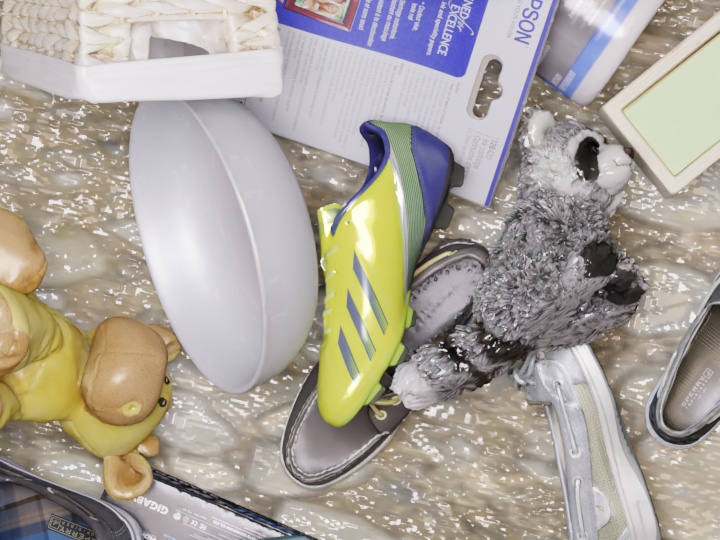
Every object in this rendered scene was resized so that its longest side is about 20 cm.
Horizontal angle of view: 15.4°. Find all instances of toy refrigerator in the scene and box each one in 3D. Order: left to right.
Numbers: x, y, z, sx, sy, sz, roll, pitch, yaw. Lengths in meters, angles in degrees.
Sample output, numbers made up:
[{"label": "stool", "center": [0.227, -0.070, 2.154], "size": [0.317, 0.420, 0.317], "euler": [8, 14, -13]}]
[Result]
[{"label": "toy refrigerator", "center": [0.256, -0.139, 1.738], "size": [0.200, 0.070, 0.076], "euler": [-38, 88, 1]}]

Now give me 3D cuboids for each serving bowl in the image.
[{"label": "serving bowl", "center": [-0.078, -0.025, 1.701], "size": [0.066, 0.200, 0.201], "euler": [-16, 89, -23]}]

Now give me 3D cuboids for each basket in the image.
[{"label": "basket", "center": [-0.139, -0.175, 1.650], "size": [0.135, 0.200, 0.124], "euler": [-4, 101, -21]}]

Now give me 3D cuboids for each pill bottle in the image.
[{"label": "pill bottle", "center": [0.097, -0.206, 1.722], "size": [0.200, 0.114, 0.114], "euler": [35, 91, 2]}]

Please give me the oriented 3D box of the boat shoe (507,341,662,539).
[{"label": "boat shoe", "center": [0.136, 0.101, 1.742], "size": [0.065, 0.074, 0.203], "euler": [-22, 96, -2]}]

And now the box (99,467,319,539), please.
[{"label": "box", "center": [-0.107, 0.253, 1.762], "size": [0.199, 0.050, 0.199], "euler": [22, 91, 2]}]

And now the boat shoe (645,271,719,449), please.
[{"label": "boat shoe", "center": [0.257, 0.033, 1.737], "size": [0.072, 0.071, 0.200], "euler": [31, 90, 2]}]

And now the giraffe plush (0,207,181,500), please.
[{"label": "giraffe plush", "center": [-0.193, 0.068, 1.712], "size": [0.162, 0.200, 0.173], "euler": [20, 85, -12]}]

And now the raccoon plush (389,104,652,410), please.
[{"label": "raccoon plush", "center": [0.088, -0.017, 1.685], "size": [0.199, 0.097, 0.134], "euler": [-23, 63, 0]}]

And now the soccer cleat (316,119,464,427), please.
[{"label": "soccer cleat", "center": [0.000, 0.000, 1.691], "size": [0.083, 0.065, 0.201], "euler": [23, 77, -18]}]

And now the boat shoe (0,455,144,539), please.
[{"label": "boat shoe", "center": [-0.239, 0.158, 1.733], "size": [0.199, 0.066, 0.070], "euler": [18, 88, 22]}]

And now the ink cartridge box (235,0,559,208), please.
[{"label": "ink cartridge box", "center": [0.014, -0.150, 1.701], "size": [0.199, 0.047, 0.198], "euler": [17, 135, 0]}]

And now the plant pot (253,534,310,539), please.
[{"label": "plant pot", "center": [-0.085, 0.264, 1.649], "size": [0.200, 0.196, 0.197], "euler": [-34, 89, -7]}]

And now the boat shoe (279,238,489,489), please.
[{"label": "boat shoe", "center": [0.016, 0.061, 1.751], "size": [0.072, 0.061, 0.201], "euler": [39, 91, 1]}]
